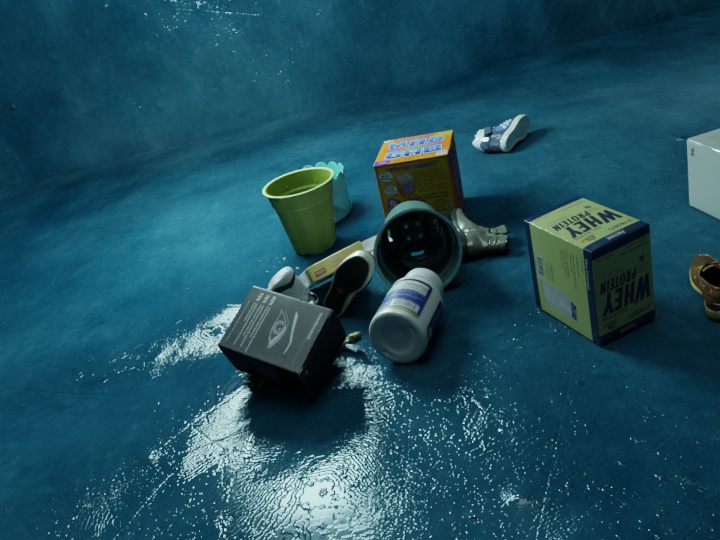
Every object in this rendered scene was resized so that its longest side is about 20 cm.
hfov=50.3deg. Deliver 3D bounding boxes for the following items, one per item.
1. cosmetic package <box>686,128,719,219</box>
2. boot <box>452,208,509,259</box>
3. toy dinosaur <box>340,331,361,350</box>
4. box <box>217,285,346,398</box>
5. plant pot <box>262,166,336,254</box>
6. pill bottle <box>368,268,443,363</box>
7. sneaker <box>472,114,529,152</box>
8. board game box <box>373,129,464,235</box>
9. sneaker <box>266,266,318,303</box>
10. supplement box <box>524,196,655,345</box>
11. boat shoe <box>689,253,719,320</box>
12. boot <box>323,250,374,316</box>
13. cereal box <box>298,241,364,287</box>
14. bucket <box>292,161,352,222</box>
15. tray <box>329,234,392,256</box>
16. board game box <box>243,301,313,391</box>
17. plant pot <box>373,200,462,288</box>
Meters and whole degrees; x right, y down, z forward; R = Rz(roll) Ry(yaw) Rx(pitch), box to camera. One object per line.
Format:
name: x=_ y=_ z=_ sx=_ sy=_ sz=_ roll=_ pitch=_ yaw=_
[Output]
cosmetic package: x=0.861 y=-0.225 z=1.702 sx=0.197 sy=0.168 sz=0.168 roll=-17 pitch=25 yaw=-7
boot: x=0.294 y=-0.092 z=1.875 sx=0.129 sy=0.068 sz=0.201 roll=-8 pitch=34 yaw=4
toy dinosaur: x=-0.082 y=0.150 z=1.605 sx=0.198 sy=0.048 sz=0.088 roll=4 pitch=28 yaw=44
box: x=-0.150 y=0.137 z=1.496 sx=0.198 sy=0.105 sz=0.149 roll=16 pitch=63 yaw=27
plant pot: x=-0.144 y=-0.152 z=2.070 sx=0.197 sy=0.192 sz=0.201 roll=-12 pitch=25 yaw=6
pill bottle: x=0.101 y=0.083 z=1.547 sx=0.118 sy=0.121 sz=0.200 roll=-2 pitch=27 yaw=24
sneaker: x=0.444 y=-0.447 z=2.474 sx=0.145 sy=0.081 sz=0.200 roll=11 pitch=41 yaw=35
board game box: x=0.163 y=-0.237 z=2.062 sx=0.197 sy=0.202 sz=0.201 roll=-7 pitch=26 yaw=15
sneaker: x=-0.188 y=0.093 z=1.742 sx=0.200 sy=0.115 sz=0.075 roll=-45 pitch=18 yaw=18
supplement box: x=0.431 y=-0.004 z=1.449 sx=0.133 sy=0.202 sz=0.200 roll=-23 pitch=28 yaw=-16
boat shoe: x=0.664 y=0.015 z=1.438 sx=0.071 sy=0.068 sz=0.201 roll=-7 pitch=26 yaw=15
boot: x=0.000 y=0.000 z=1.711 sx=0.072 sy=0.201 sz=0.144 roll=40 pitch=46 yaw=6
cereal box: x=-0.076 y=-0.005 z=1.800 sx=0.143 sy=0.040 sz=0.200 roll=-28 pitch=-1 yaw=-16
bucket: x=-0.126 y=-0.222 z=2.266 sx=0.204 sy=0.136 sz=0.208 roll=-12 pitch=26 yaw=6
tray: x=0.003 y=-0.048 z=1.978 sx=0.198 sy=0.022 sz=0.107 roll=-24 pitch=26 yaw=-19
board game box: x=-0.156 y=0.153 z=1.575 sx=0.199 sy=0.024 sz=0.105 roll=-35 pitch=47 yaw=-8
plant pot: x=0.127 y=-0.069 z=1.775 sx=0.197 sy=0.203 sz=0.196 roll=-12 pitch=18 yaw=5
